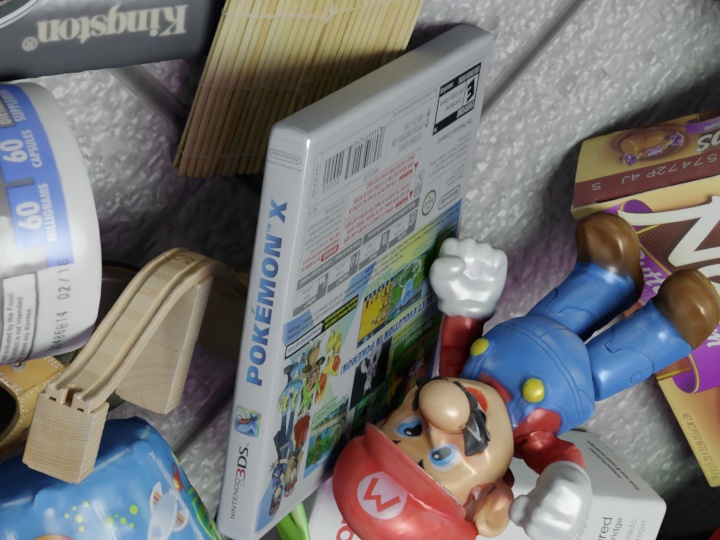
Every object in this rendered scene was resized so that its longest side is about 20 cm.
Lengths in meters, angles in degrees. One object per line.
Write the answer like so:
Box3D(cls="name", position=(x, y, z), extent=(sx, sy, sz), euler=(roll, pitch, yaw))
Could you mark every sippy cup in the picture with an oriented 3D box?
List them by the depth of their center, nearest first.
Box3D(cls="sippy cup", position=(-0.109, 0.139, 1.008), extent=(0.139, 0.178, 0.131), euler=(-16, 101, 22))

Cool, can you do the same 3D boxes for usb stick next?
Box3D(cls="usb stick", position=(-0.102, -0.109, 0.987), extent=(0.199, 0.033, 0.056), euler=(-9, 136, -23))

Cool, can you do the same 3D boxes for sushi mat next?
Box3D(cls="sushi mat", position=(-0.015, -0.113, 0.995), extent=(0.095, 0.012, 0.201), euler=(-9, 143, -27))

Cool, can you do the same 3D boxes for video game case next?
Box3D(cls="video game case", position=(0.000, 0.000, 1.030), extent=(0.200, 0.022, 0.183), euler=(-36, 139, -60))

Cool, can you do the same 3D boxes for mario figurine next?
Box3D(cls="mario figurine", position=(0.069, 0.048, 1.037), extent=(0.200, 0.123, 0.106), euler=(-39, 111, -24))

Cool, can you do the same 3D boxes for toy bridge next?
Box3D(cls="toy bridge", position=(-0.082, 0.026, 0.997), extent=(0.027, 0.200, 0.068), euler=(20, 110, 14))

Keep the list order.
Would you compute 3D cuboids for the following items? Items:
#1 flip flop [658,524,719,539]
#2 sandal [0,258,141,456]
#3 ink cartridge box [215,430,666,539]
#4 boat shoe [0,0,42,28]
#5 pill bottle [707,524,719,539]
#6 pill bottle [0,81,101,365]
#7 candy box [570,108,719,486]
Box3D(cls="flip flop", position=(0.219, 0.172, 1.278), extent=(0.199, 0.058, 0.082), euler=(-9, 78, -9))
Box3D(cls="sandal", position=(-0.172, 0.048, 1.017), extent=(0.199, 0.055, 0.082), euler=(-8, 117, -24))
Box3D(cls="ink cartridge box", position=(0.030, 0.150, 1.154), extent=(0.199, 0.083, 0.147), euler=(8, 109, -29))
Box3D(cls="boat shoe", position=(-0.210, -0.111, 0.894), extent=(0.199, 0.057, 0.069), euler=(-6, 104, -11))
Box3D(cls="pill bottle", position=(0.202, 0.188, 1.175), extent=(0.200, 0.112, 0.113), euler=(-44, 128, -28))
Box3D(cls="pill bottle", position=(-0.213, -0.006, 0.934), extent=(0.199, 0.114, 0.115), euler=(-11, 118, -23))
Box3D(cls="candy box", position=(0.194, 0.013, 1.155), extent=(0.116, 0.057, 0.201), euler=(-11, 129, 25))
